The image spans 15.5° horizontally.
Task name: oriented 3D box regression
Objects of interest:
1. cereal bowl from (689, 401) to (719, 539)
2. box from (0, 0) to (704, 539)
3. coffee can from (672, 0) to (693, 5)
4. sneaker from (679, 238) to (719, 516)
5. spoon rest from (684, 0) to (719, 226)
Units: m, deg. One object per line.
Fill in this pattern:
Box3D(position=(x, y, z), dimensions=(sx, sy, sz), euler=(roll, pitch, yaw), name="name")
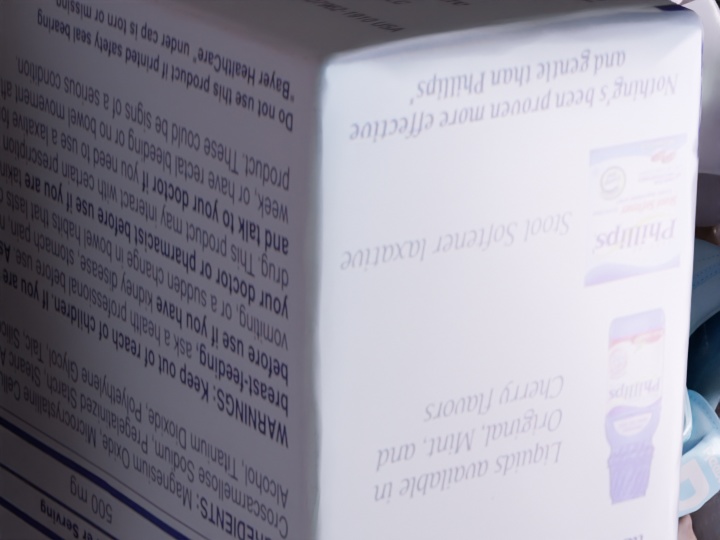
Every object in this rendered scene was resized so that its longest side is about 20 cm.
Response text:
Box3D(position=(0.211, 0.053, 1.015), dimensions=(0.200, 0.200, 0.083), euler=(-56, 129, -30), name="cereal bowl")
Box3D(position=(-0.020, 0.022, 0.630), dimensions=(0.105, 0.184, 0.201), euler=(-11, 112, -33), name="box")
Box3D(position=(0.034, -0.181, 0.699), dimensions=(0.146, 0.146, 0.201), euler=(-38, 131, -44), name="coffee can")
Box3D(position=(0.086, 0.068, 0.924), dimensions=(0.200, 0.082, 0.074), euler=(-63, 144, -22), name="sneaker")
Box3D(position=(0.101, -0.067, 0.922), dimensions=(0.200, 0.060, 0.100), euler=(38, 69, -56), name="spoon rest")
